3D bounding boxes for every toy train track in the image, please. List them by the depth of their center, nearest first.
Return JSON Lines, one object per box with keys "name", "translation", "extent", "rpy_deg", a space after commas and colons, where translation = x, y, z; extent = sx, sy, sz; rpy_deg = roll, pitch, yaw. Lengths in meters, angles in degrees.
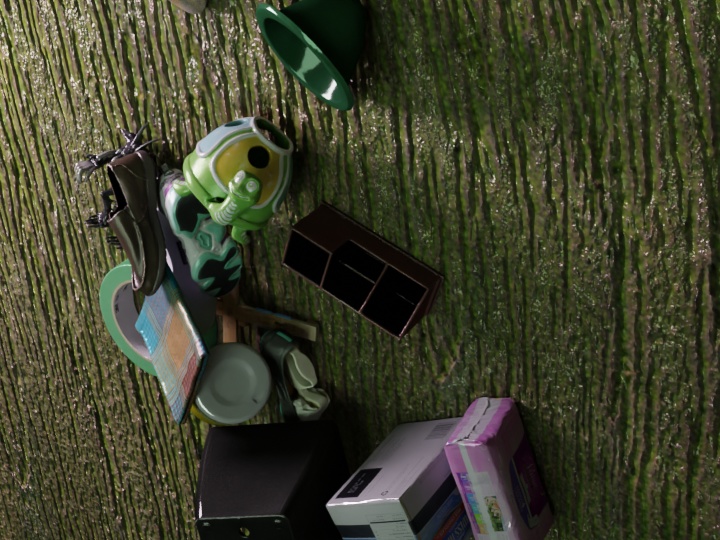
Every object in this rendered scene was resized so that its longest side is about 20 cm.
{"name": "toy train track", "translation": [-0.146, 0.063, 1.828], "extent": [0.199, 0.033, 0.115], "rpy_deg": [14, 117, 22]}

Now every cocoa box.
{"name": "cocoa box", "translation": [0.076, 0.310, 1.694], "extent": [0.133, 0.200, 0.132], "rpy_deg": [-12, 109, 39]}

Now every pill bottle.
{"name": "pill bottle", "translation": [-0.197, 0.168, 1.821], "extent": [0.114, 0.114, 0.200], "rpy_deg": [51, 165, -1]}

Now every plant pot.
{"name": "plant pot", "translation": [-0.127, 0.344, 1.746], "extent": [0.199, 0.178, 0.200], "rpy_deg": [-5, 115, 18]}

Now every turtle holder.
{"name": "turtle holder", "translation": [-0.159, -0.127, 1.618], "extent": [0.141, 0.185, 0.132], "rpy_deg": [46, 108, 11]}

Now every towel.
{"name": "towel", "translation": [-0.266, 0.095, 1.752], "extent": [0.200, 0.022, 0.147], "rpy_deg": [59, 140, 39]}

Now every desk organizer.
{"name": "desk organizer", "translation": [0.000, 0.000, 1.645], "extent": [0.200, 0.077, 0.072], "rpy_deg": [32, 131, 16]}

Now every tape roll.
{"name": "tape roll", "translation": [-0.314, 0.071, 1.942], "extent": [0.200, 0.048, 0.201], "rpy_deg": [18, 125, 27]}

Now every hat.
{"name": "hat", "translation": [-0.011, -0.314, 1.503], "extent": [0.166, 0.176, 0.200], "rpy_deg": [44, 171, 3]}

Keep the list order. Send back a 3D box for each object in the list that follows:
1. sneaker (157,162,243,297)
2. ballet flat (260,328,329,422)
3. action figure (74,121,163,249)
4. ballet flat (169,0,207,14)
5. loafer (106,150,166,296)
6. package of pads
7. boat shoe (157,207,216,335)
{"name": "sneaker", "translation": [-0.234, -0.067, 1.774], "extent": [0.140, 0.077, 0.201], "rpy_deg": [51, 160, 47]}
{"name": "ballet flat", "translation": [-0.088, 0.171, 1.802], "extent": [0.068, 0.068, 0.201], "rpy_deg": [12, 136, 39]}
{"name": "action figure", "translation": [-0.345, -0.120, 1.811], "extent": [0.119, 0.102, 0.200], "rpy_deg": [46, 137, 23]}
{"name": "ballet flat", "translation": [-0.275, -0.407, 1.605], "extent": [0.068, 0.067, 0.200], "rpy_deg": [-31, 96, 43]}
{"name": "loafer", "translation": [-0.316, -0.063, 1.726], "extent": [0.073, 0.071, 0.201], "rpy_deg": [-10, 88, 61]}
{"name": "package of pads", "translation": [0.183, 0.278, 1.651], "extent": [0.075, 0.120, 0.201], "rpy_deg": [-8, 111, 33]}
{"name": "boat shoe", "translation": [-0.262, 0.004, 1.829], "extent": [0.065, 0.073, 0.201], "rpy_deg": [-31, 68, 58]}
